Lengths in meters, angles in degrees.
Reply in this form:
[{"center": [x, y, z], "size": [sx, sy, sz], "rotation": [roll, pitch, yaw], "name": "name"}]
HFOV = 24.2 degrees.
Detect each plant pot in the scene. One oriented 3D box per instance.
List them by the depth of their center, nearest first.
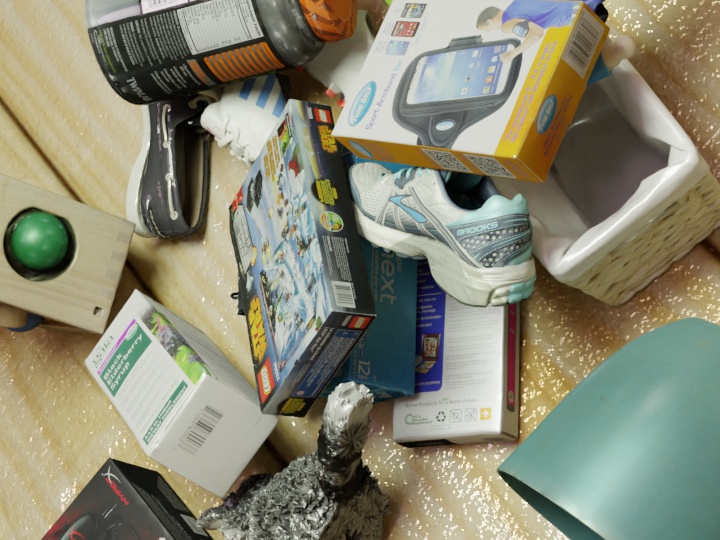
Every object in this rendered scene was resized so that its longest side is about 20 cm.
[{"center": [0.217, 0.130, 1.098], "size": [0.201, 0.201, 0.161], "rotation": [34, 81, 34], "name": "plant pot"}]

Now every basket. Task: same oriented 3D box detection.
[{"center": [0.165, -0.089, 1.238], "size": [0.136, 0.123, 0.200], "rotation": [-40, 59, 13], "name": "basket"}]

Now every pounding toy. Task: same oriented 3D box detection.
[{"center": [-0.310, -0.002, 1.415], "size": [0.200, 0.184, 0.142], "rotation": [1, 73, 60], "name": "pounding toy"}]

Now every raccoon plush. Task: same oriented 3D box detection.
[{"center": [-0.049, 0.151, 1.287], "size": [0.134, 0.097, 0.200], "rotation": [27, 112, 34], "name": "raccoon plush"}]

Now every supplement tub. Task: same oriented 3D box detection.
[{"center": [-0.111, -0.213, 1.364], "size": [0.200, 0.123, 0.123], "rotation": [-12, 68, 18], "name": "supplement tub"}]

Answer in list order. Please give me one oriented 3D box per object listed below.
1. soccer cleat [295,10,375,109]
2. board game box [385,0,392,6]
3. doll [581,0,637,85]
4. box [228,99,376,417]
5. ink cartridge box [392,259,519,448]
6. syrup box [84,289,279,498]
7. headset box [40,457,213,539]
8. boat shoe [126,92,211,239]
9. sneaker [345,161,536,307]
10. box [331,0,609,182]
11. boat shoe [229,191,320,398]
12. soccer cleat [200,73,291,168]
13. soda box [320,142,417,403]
[{"center": [-0.031, -0.202, 1.433], "size": [0.200, 0.069, 0.078], "rotation": [41, 92, 27], "name": "soccer cleat"}, {"center": [0.056, -0.264, 1.408], "size": [0.102, 0.048, 0.200], "rotation": [-44, 58, 11], "name": "board game box"}, {"center": [0.142, -0.177, 1.177], "size": [0.136, 0.048, 0.200], "rotation": [31, 91, 36], "name": "doll"}, {"center": [-0.048, -0.009, 1.264], "size": [0.137, 0.040, 0.200], "rotation": [-55, 37, 45], "name": "box"}, {"center": [0.075, 0.035, 1.304], "size": [0.095, 0.037, 0.200], "rotation": [-8, 73, 30], "name": "ink cartridge box"}, {"center": [-0.147, 0.095, 1.344], "size": [0.079, 0.081, 0.200], "rotation": [-54, 30, 2], "name": "syrup box"}, {"center": [-0.208, 0.279, 1.367], "size": [0.200, 0.075, 0.149], "rotation": [-49, 57, 8], "name": "headset box"}, {"center": [-0.159, -0.126, 1.476], "size": [0.060, 0.074, 0.200], "rotation": [2, 78, 31], "name": "boat shoe"}, {"center": [0.059, -0.051, 1.203], "size": [0.200, 0.078, 0.086], "rotation": [32, 126, 46], "name": "sneaker"}, {"center": [0.064, -0.130, 1.158], "size": [0.200, 0.041, 0.119], "rotation": [12, 73, 43], "name": "box"}, {"center": [-0.072, 0.026, 1.374], "size": [0.066, 0.074, 0.199], "rotation": [-44, 61, 30], "name": "boat shoe"}, {"center": [-0.083, -0.107, 1.410], "size": [0.200, 0.086, 0.070], "rotation": [60, 149, 36], "name": "soccer cleat"}, {"center": [0.000, 0.000, 1.306], "size": [0.064, 0.068, 0.200], "rotation": [-17, 65, 48], "name": "soda box"}]
